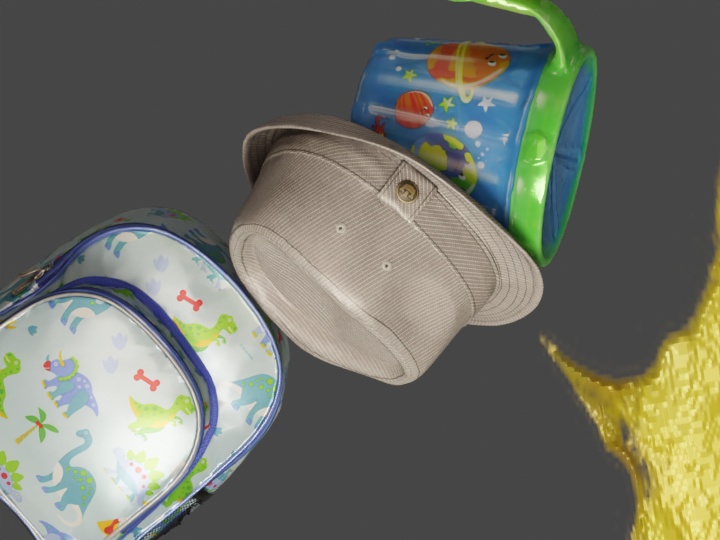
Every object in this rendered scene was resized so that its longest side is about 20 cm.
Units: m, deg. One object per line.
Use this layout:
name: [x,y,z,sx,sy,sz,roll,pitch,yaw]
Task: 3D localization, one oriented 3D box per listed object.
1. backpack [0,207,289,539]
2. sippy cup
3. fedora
backpack: [-0.147,0.069,1.406,0.200,0.147,0.183,-40,93,5]
sippy cup: [0.064,-0.081,1.394,0.130,0.140,0.179,13,87,13]
fedora: [0.000,0.000,1.365,0.200,0.177,0.090,41,64,-14]
